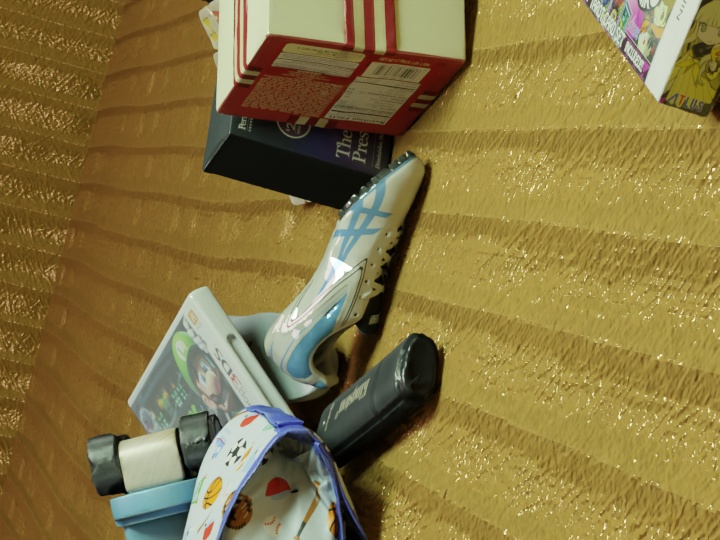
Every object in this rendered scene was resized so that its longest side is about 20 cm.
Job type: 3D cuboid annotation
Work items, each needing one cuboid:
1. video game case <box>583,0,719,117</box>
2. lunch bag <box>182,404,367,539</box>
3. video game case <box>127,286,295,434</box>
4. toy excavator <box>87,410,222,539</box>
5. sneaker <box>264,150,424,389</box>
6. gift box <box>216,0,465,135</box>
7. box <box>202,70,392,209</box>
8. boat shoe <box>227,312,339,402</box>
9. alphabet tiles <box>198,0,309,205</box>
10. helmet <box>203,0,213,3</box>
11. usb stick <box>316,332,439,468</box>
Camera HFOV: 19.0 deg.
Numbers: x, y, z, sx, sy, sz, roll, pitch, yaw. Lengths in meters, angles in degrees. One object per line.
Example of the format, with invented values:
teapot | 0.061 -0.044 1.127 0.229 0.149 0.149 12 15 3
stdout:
video game case | 0.185 -0.202 1.181 0.200 0.036 0.182 -107 36 -63
lunch bag | -0.069 0.203 1.578 0.170 0.123 0.201 -174 91 -77
video game case | -0.115 0.135 1.785 0.182 0.023 0.200 55 146 15
toy excavator | -0.143 0.223 1.734 0.194 0.099 0.201 62 -164 -84
sneaker | 0.000 0.000 1.649 0.201 0.072 0.072 -59 -9 15
gift box | -0.006 -0.229 1.653 0.200 0.184 0.188 141 132 -60
box | -0.043 -0.165 1.785 0.079 0.140 0.201 130 150 -59
boat shoe | -0.066 0.073 1.804 0.200 0.091 0.071 9 85 48
alphabet tiles | -0.088 -0.151 1.935 0.201 0.015 0.196 63 166 -7
helmet | -0.079 -0.316 1.961 0.191 0.199 0.201 49 -139 -52
usb stick | 0.010 0.097 1.555 0.200 0.032 0.056 135 146 -63
